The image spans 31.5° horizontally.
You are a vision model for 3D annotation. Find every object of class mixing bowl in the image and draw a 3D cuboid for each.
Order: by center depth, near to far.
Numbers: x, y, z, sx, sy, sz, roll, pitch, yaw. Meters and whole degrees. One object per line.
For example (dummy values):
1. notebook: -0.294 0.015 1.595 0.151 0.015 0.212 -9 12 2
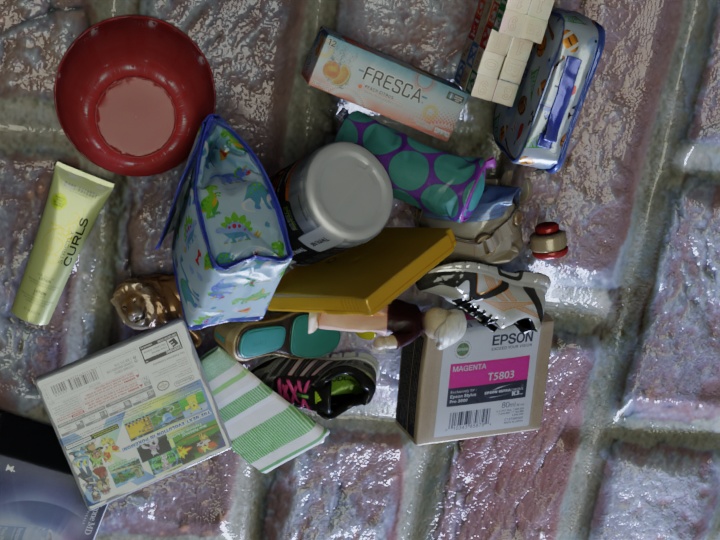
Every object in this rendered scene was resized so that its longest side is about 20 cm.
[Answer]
1. mixing bowl: -0.268 -0.196 1.523 0.197 0.109 0.203 -3 110 -9

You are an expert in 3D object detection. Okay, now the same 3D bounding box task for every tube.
1. tube: -0.380 -0.031 1.596 0.058 0.052 0.202 10 108 -56

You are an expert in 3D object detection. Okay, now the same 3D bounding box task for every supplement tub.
1. supplement tub: -0.055 -0.075 1.545 0.121 0.199 0.124 6 77 -27

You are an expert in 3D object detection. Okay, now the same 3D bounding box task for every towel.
1. towel: -0.155 0.186 1.691 0.200 0.024 0.152 41 134 -20

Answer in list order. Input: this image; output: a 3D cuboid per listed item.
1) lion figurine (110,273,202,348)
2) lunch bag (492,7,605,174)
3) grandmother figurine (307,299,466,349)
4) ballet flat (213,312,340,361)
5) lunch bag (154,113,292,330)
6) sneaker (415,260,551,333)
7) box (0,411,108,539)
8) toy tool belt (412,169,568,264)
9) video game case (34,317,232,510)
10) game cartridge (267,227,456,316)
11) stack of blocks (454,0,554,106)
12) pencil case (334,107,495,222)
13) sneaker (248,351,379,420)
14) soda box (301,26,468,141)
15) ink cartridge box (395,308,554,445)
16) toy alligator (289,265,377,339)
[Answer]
1. lion figurine: -0.214 0.021 1.642 0.199 0.072 0.123 -37 105 -10
2. lunch bag: 0.232 -0.220 1.575 0.075 0.160 0.203 12 107 -14
3. grandmother figurine: 0.035 0.062 1.598 0.197 0.122 0.061 6 128 1
4. ballet flat: -0.108 0.078 1.661 0.199 0.063 0.070 3 103 -50
5. lunch bag: -0.170 -0.057 1.515 0.126 0.202 0.170 -6 156 -23
6. sneaker: 0.159 0.035 1.625 0.197 0.074 0.081 9 81 -25
7. box: -0.443 0.311 1.671 0.196 0.123 0.202 18 106 -18
8. toy tool belt: 0.162 -0.075 1.626 0.197 0.125 0.125 -2 106 21
9. video game case: -0.283 0.180 1.603 0.198 0.022 0.185 -22 104 -11
10. game cartridge: 0.000 0.000 1.560 0.176 0.199 0.033 -37 116 -35
11. stack of blocks: 0.184 -0.309 1.559 0.058 0.115 0.202 13 108 -14
12. pencil case: 0.059 -0.131 1.572 0.198 0.085 0.093 24 68 15
13. sneaker: -0.067 0.156 1.698 0.197 0.088 0.075 -5 112 -6
14. soda box: 0.029 -0.232 1.587 0.198 0.064 0.069 21 105 -18
15. ink cartridge box: 0.154 0.137 1.719 0.197 0.075 0.167 -5 113 -22
16. toy alligator: -0.029 0.040 1.684 0.199 0.060 0.054 34 142 -19
